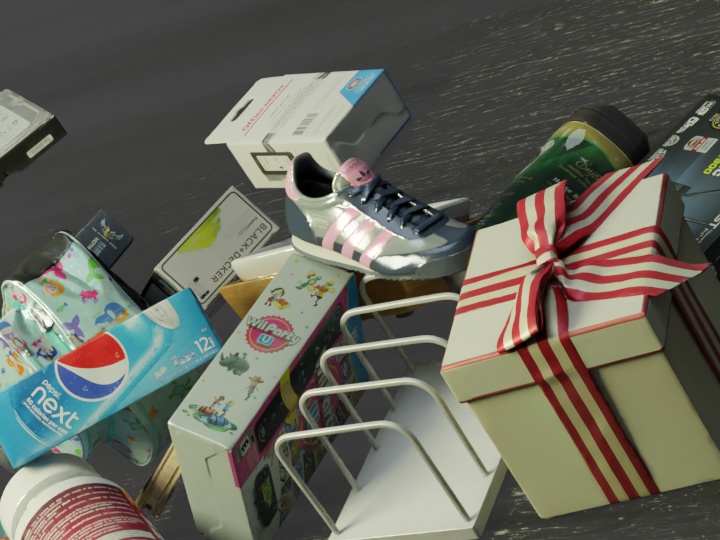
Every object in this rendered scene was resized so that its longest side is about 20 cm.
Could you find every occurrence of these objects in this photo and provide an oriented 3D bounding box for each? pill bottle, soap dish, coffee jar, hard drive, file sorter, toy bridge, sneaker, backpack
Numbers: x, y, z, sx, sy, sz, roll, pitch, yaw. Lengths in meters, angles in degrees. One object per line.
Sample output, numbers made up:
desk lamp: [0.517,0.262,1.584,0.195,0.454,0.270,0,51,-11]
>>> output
pill bottle: [-0.214,0.235,1.585,0.109,0.110,0.200,-38,40,-9]
soap dish: [0.000,0.000,1.732,0.199,0.082,0.157,-12,5,35]
coffee jar: [0.162,-0.050,1.674,0.200,0.085,0.104,-48,-2,-23]
hard drive: [-0.476,-0.168,2.564,0.140,0.038,0.200,-40,29,-12]
file sorter: [0.041,0.100,1.547,0.138,0.125,0.201,-10,36,35]
toy bridge: [-0.137,0.129,1.666,0.201,0.027,0.067,-58,1,22]
sneaker: [0.012,-0.045,1.568,0.199,0.083,0.070,10,32,39]
backpack: [-0.239,0.086,1.770,0.151,0.200,0.178,-50,-7,-26]

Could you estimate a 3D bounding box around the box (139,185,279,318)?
box: [-0.153,0.009,1.848,0.117,0.060,0.200,-48,0,-23]

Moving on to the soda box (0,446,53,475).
soda box: [-0.283,0.109,1.918,0.063,0.068,0.200,3,45,52]

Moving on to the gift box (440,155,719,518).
gift box: [0.183,0.040,1.429,0.199,0.187,0.185,-21,32,24]

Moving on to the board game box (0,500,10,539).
board game box: [-0.307,0.278,1.712,0.151,0.045,0.201,-15,33,29]

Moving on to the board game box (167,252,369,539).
board game box: [-0.070,0.109,1.611,0.064,0.148,0.200,17,52,22]

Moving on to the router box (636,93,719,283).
router box: [0.283,-0.053,1.594,0.200,0.062,0.150,-45,32,-19]

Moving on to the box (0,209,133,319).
box: [-0.327,0.044,1.990,0.200,0.051,0.158,-40,11,43]

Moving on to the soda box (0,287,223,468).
soda box: [-0.214,0.089,1.648,0.199,0.064,0.068,-30,0,-4]

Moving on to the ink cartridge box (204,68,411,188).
ink cartridge box: [-0.058,-0.148,2.078,0.199,0.068,0.116,3,45,47]
